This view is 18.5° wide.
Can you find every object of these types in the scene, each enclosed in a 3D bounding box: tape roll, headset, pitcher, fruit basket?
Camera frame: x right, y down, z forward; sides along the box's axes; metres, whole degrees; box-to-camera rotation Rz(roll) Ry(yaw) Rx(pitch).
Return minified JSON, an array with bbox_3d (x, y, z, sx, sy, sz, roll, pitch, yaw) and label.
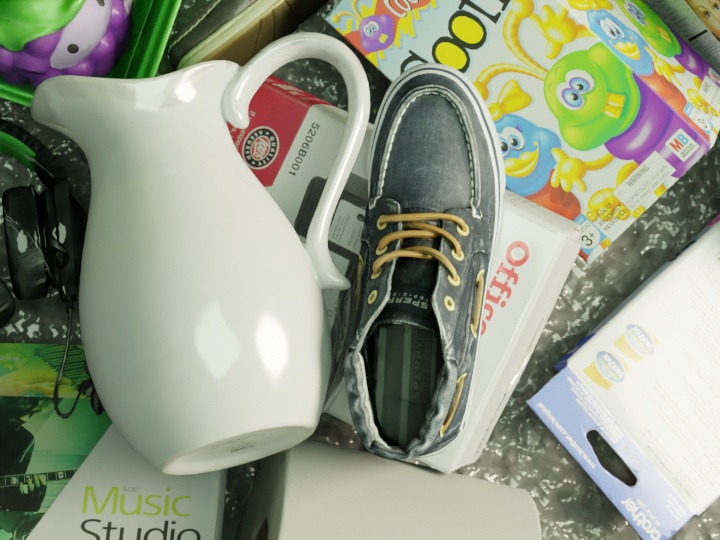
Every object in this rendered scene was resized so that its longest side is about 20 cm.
[{"bbox_3d":[0.001,0.198,1.167,0.139,0.203,0.203,14,84,-9],"label":"tape roll"},{"bbox_3d":[-0.194,-0.005,1.191,0.123,0.094,0.200,-33,73,-20],"label":"headset"},{"bbox_3d":[-0.062,-0.012,1.105,0.171,0.121,0.201,-17,76,6],"label":"pitcher"},{"bbox_3d":[-0.160,-0.188,1.169,0.155,0.216,0.216,19,83,-7],"label":"fruit basket"}]

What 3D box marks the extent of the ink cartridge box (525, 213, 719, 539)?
[{"bbox_3d":[0.201,0.055,1.290,0.200,0.042,0.119,-41,92,-13],"label":"ink cartridge box"}]

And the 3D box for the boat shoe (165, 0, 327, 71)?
[{"bbox_3d":[-0.039,-0.184,1.257,0.201,0.072,0.066,-42,83,-10],"label":"boat shoe"}]

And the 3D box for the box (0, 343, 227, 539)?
[{"bbox_3d":[-0.143,0.122,1.163,0.144,0.036,0.200,1,44,0],"label":"box"}]

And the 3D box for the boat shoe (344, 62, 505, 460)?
[{"bbox_3d":[0.032,-0.005,1.096,0.071,0.091,0.201,2,91,9],"label":"boat shoe"}]

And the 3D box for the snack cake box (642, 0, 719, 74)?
[{"bbox_3d":[0.220,-0.160,1.226,0.067,0.200,0.115,-40,93,-10],"label":"snack cake box"}]

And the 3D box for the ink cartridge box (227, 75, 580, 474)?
[{"bbox_3d":[0.000,0.000,1.190,0.199,0.083,0.146,26,95,9],"label":"ink cartridge box"}]

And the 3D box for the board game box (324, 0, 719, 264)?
[{"bbox_3d":[0.097,-0.121,1.235,0.200,0.105,0.103,42,117,-4],"label":"board game box"}]
